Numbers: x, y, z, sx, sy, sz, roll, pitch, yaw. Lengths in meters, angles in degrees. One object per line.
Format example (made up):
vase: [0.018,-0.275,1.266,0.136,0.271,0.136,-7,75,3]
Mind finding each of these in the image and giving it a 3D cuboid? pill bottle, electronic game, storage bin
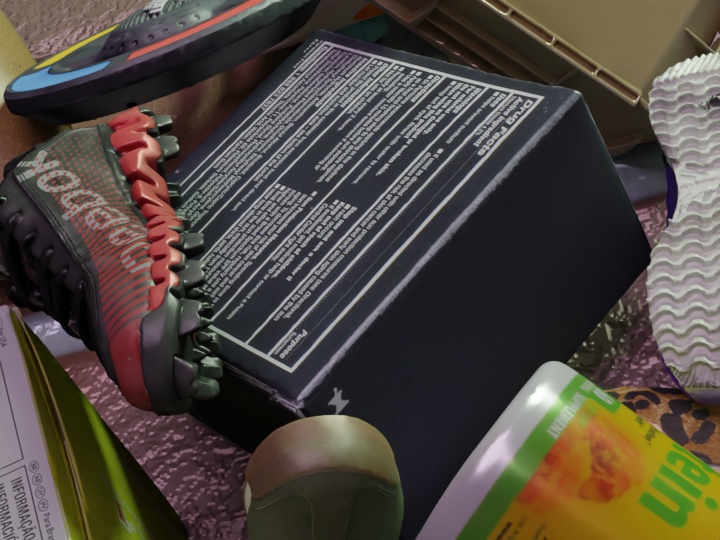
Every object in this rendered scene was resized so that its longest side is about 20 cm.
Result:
pill bottle: [0.126,0.136,0.564,0.200,0.111,0.111,35,70,11]
electronic game: [-0.111,-0.135,0.817,0.200,0.042,0.200,-19,18,7]
storage bin: [0.129,-0.200,0.794,0.198,0.094,0.200,34,79,-3]

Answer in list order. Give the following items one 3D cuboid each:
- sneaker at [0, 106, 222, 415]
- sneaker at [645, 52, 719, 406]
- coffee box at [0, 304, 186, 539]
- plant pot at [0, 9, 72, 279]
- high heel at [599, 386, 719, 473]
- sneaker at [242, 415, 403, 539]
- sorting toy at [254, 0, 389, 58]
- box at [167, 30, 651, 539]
sneaker: [-0.116,-0.002,0.615,0.098,0.071,0.201,-10,36,-11]
sneaker: [0.184,-0.006,0.690,0.069,0.100,0.200,-8,48,22]
coffee box: [-0.173,0.178,0.619,0.198,0.200,0.200,-27,47,-1]
plant pot: [-0.266,-0.090,0.899,0.200,0.186,0.186,39,73,22]
high heel: [0.186,0.071,0.673,0.200,0.072,0.142,15,37,43]
sneaker: [-0.010,0.149,0.589,0.067,0.200,0.090,-6,52,-10]
sorting toy: [-0.041,-0.204,0.942,0.180,0.107,0.200,-24,49,12]
box: [0.000,0.000,0.714,0.200,0.123,0.198,-47,39,-17]
